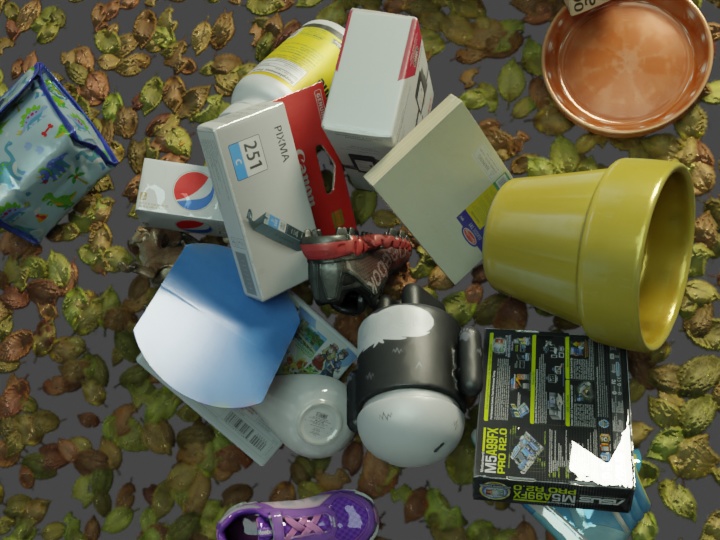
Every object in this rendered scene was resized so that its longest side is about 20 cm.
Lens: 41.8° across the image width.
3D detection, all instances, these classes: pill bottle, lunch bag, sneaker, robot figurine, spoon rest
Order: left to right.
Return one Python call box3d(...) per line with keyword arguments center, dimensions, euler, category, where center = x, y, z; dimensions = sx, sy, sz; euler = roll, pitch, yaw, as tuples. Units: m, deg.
box3d(center=(-0.451, -0.169, 1.269), dimensions=(0.170, 0.127, 0.200), euler=(-41, 58, 4), category="lunch bag")
box3d(center=(-0.093, 0.153, 1.096), dimensions=(0.199, 0.061, 0.100), euler=(24, 93, -18), category="spoon rest")
box3d(center=(-0.079, 0.295, 1.072), dimensions=(0.198, 0.088, 0.081), euler=(-9, 73, 11), category="sneaker")
box3d(center=(-0.084, -0.208, 1.143), dimensions=(0.112, 0.113, 0.200), euler=(26, 53, 18), category="pill bottle")
box3d(center=(0.000, 0.000, 1.078), dimensions=(0.070, 0.200, 0.099), euler=(-2, 92, 29), category="sneaker")
box3d(center=(0.057, 0.118, 1.051), dimensions=(0.124, 0.151, 0.201), euler=(8, 56, -10), category="robot figurine")
box3d(center=(0.225, 0.212, 1.022), dimensions=(0.200, 0.080, 0.131), euler=(44, 92, 10), category="sneaker")

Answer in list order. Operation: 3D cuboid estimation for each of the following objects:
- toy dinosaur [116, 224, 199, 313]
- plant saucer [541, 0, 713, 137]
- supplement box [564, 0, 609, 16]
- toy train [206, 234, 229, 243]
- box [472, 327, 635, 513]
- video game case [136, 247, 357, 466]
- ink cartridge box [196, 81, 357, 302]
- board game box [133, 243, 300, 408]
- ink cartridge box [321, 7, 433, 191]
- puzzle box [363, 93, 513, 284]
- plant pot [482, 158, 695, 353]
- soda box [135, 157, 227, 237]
box3d(center=(-0.217, -0.006, 1.190), dimensions=(0.199, 0.086, 0.136), euler=(26, 52, 4), category="toy dinosaur")
box3d(center=(0.319, -0.254, 1.136), dimensions=(0.198, 0.032, 0.202), euler=(-3, 77, 14), category="plant saucer")
box3d(center=(0.245, -0.427, 1.130), dimensions=(0.073, 0.126, 0.201), euler=(-21, 60, 8), category="supplement box")
box3d(center=(-0.131, -0.082, 1.201), dimensions=(0.149, 0.056, 0.202), euler=(14, 73, -2), category="toy train")
box3d(center=(0.204, 0.153, 1.001), dimensions=(0.159, 0.045, 0.201), euler=(2, 45, 10), category="box")
box3d(center=(-0.132, 0.101, 1.121), dimensions=(0.200, 0.022, 0.183), euler=(42, 89, -9), category="video game case")
box3d(center=(-0.076, -0.092, 1.060), dimensions=(0.175, 0.202, 0.045), euler=(-28, 25, -32), category="ink cartridge box")
box3d(center=(-0.160, 0.067, 1.049), dimensions=(0.157, 0.039, 0.201), euler=(33, 49, -10), category="board game box")
box3d(center=(0.027, -0.189, 1.106), dimensions=(0.083, 0.200, 0.147), euler=(10, 78, 13), category="ink cartridge box")
box3d(center=(0.105, -0.086, 1.069), dimensions=(0.133, 0.200, 0.025), euler=(-43, 42, 0), category="puzzle box")
box3d(center=(0.243, -0.027, 1.024), dimensions=(0.188, 0.200, 0.202), euler=(12, 79, 32), category="plant pot")
box3d(center=(-0.165, -0.080, 1.135), dimensions=(0.198, 0.064, 0.069), euler=(7, 73, -3), category="soda box")
